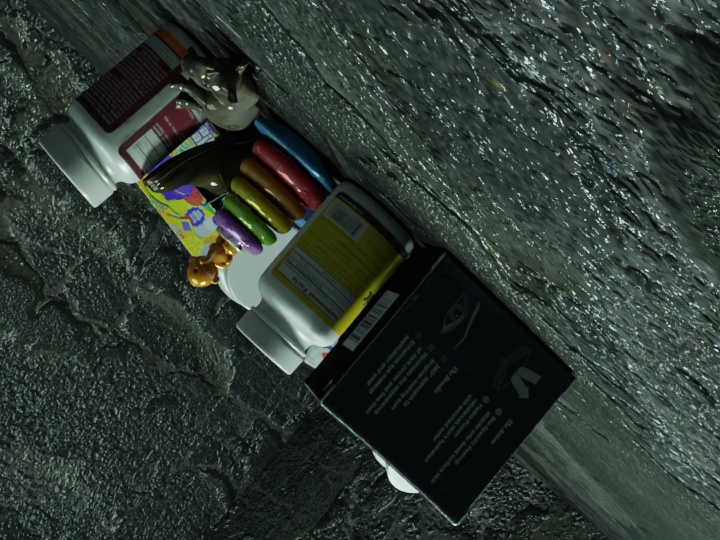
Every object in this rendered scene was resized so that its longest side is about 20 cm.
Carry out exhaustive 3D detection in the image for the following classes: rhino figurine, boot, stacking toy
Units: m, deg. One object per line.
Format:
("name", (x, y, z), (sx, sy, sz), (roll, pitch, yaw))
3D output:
("rhino figurine", (-0.142, -0.185, 1.201), (0.086, 0.061, 0.200), (23, 176, -2))
("boot", (-0.162, -0.103, 1.390), (0.074, 0.199, 0.098), (-15, 103, 42))
("stacking toy", (-0.123, -0.059, 1.351), (0.116, 0.201, 0.110), (39, 175, 16))

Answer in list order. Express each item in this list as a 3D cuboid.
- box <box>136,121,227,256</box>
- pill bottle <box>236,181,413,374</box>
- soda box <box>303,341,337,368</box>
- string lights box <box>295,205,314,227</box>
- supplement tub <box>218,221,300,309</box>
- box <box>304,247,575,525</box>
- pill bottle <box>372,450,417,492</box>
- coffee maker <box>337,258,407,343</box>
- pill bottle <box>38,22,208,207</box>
("box", (-0.231, -0.153, 1.556), (0.201, 0.121, 0.193), (55, -179, -26))
("pill bottle", (-0.043, 0.011, 1.316), (0.111, 0.200, 0.111), (41, 176, 3))
("soda box", (-0.004, 0.095, 1.737), (0.068, 0.064, 0.200), (29, -158, 15))
("string lights box", (-0.042, -0.067, 1.498), (0.200, 0.059, 0.103), (41, 175, 23))
("supplement tub", (-0.143, -0.033, 1.641), (0.140, 0.140, 0.200), (44, -179, -26))
("box", (0.080, 0.116, 1.254), (0.200, 0.197, 0.117), (43, 175, -12))
("pill bottle", (0.062, 0.203, 1.638), (0.113, 0.112, 0.201), (44, -161, -30))
("coffee maker", (0.084, 0.078, 1.389), (0.191, 0.136, 0.199), (-22, 133, 38))
("pill bottle", (-0.253, -0.172, 1.343), (0.114, 0.200, 0.114), (48, 173, 8))
